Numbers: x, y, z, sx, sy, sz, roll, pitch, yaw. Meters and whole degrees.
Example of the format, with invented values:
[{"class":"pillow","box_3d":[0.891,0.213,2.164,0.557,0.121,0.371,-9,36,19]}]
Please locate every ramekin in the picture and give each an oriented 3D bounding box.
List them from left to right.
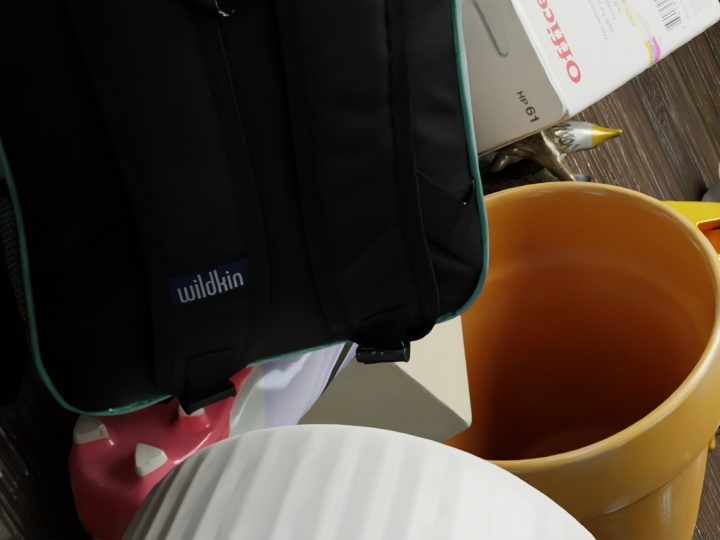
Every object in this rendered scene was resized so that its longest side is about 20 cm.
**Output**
[{"class":"ramekin","box_3d":[-0.003,0.142,0.496,0.201,0.200,0.098,53,35,-31]}]

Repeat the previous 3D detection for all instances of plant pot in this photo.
[{"class":"plant pot","box_3d":[0.114,0.084,0.835,0.200,0.200,0.183,-85,160,-45]}]

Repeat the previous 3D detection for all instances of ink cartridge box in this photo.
[{"class":"ink cartridge box","box_3d":[0.116,-0.175,0.911,0.200,0.085,0.145,-34,100,-45]}]

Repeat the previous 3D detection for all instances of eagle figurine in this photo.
[{"class":"eagle figurine","box_3d":[0.107,-0.085,1.051,0.200,0.151,0.152,141,-27,-85]}]

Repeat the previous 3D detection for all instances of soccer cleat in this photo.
[{"class":"soccer cleat","box_3d":[-0.039,0.041,0.605,0.200,0.067,0.077,-44,147,-36]}]

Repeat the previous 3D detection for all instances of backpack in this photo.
[{"class":"backpack","box_3d":[-0.051,-0.072,0.524,0.153,0.176,0.200,-109,-171,-48]}]

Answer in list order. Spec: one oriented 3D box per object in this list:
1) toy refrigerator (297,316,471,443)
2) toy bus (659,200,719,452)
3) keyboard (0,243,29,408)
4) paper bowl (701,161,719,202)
[{"class":"toy refrigerator","box_3d":[0.000,0.000,0.764,0.076,0.070,0.200,40,31,-34]},{"class":"toy bus","box_3d":[0.259,0.045,1.108,0.136,0.192,0.200,91,-7,-65]},{"class":"keyboard","box_3d":[-0.147,-0.052,0.585,0.104,0.040,0.200,78,10,-47]},{"class":"paper bowl","box_3d":[0.468,-0.041,1.752,0.201,0.104,0.201,45,34,-41]}]
